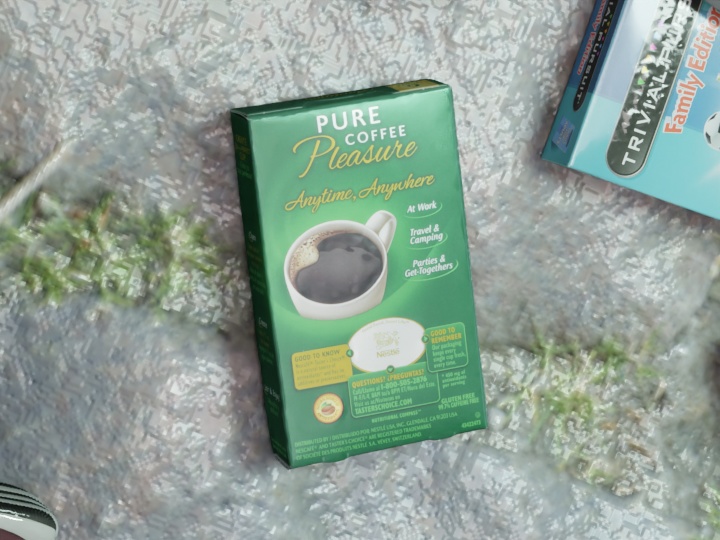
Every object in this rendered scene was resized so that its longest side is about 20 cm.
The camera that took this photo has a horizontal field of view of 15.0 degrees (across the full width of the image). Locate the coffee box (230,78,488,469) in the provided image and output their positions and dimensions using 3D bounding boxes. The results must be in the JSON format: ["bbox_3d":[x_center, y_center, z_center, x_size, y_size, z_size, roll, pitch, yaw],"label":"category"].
[{"bbox_3d":[0.000,0.000,1.514,0.122,0.044,0.201,-11,103,-15],"label":"coffee box"}]

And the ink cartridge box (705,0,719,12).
[{"bbox_3d":[0.267,-0.232,1.472,0.083,0.146,0.201,34,71,-18],"label":"ink cartridge box"}]

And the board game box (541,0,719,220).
[{"bbox_3d":[0.222,-0.102,1.561,0.199,0.047,0.152,18,94,-19],"label":"board game box"}]

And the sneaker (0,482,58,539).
[{"bbox_3d":[-0.266,0.161,1.449,0.199,0.076,0.116,14,98,-19],"label":"sneaker"}]
